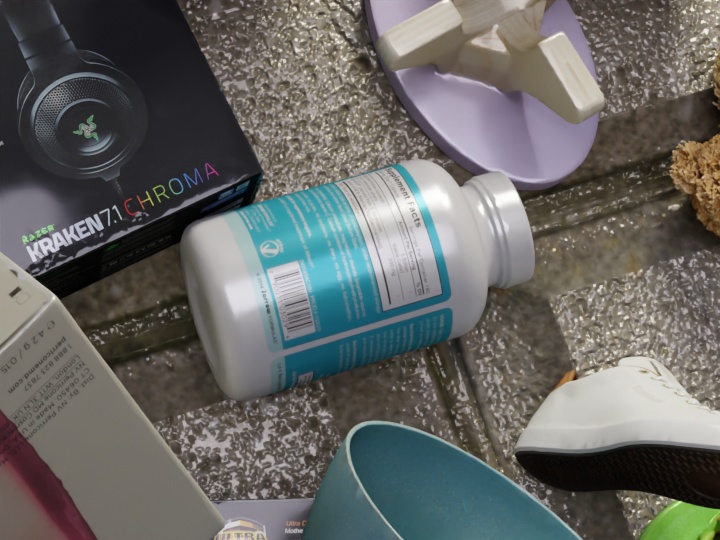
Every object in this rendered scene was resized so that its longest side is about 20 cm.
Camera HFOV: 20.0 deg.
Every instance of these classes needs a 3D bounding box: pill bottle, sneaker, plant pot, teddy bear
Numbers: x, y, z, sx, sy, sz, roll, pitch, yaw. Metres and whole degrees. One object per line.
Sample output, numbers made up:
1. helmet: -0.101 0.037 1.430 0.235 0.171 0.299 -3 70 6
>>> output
1. pill bottle: 0.000 0.000 1.214 0.198 0.111 0.112 -16 80 -13
2. sneaker: 0.177 0.085 1.188 0.073 0.199 0.085 47 62 -32
3. plant pot: 0.038 0.197 1.099 0.199 0.200 0.135 35 104 0
4. teddy bear: 0.279 -0.090 1.312 0.144 0.067 0.201 30 68 -11

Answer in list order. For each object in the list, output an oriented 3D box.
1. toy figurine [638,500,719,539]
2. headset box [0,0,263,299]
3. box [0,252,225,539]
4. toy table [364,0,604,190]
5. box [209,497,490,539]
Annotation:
1. toy figurine: 0.264 0.170 1.180 0.150 0.184 0.200 44 74 2
2. headset box: -0.180 -0.099 1.216 0.173 0.093 0.201 -25 82 -14
3. box: -0.185 0.091 1.102 0.109 0.128 0.201 -43 131 -15
4. toy table: 0.086 -0.157 1.261 0.184 0.117 0.200 -41 85 -16
5. box: -0.002 0.233 1.191 0.198 0.050 0.200 -1 77 -9
